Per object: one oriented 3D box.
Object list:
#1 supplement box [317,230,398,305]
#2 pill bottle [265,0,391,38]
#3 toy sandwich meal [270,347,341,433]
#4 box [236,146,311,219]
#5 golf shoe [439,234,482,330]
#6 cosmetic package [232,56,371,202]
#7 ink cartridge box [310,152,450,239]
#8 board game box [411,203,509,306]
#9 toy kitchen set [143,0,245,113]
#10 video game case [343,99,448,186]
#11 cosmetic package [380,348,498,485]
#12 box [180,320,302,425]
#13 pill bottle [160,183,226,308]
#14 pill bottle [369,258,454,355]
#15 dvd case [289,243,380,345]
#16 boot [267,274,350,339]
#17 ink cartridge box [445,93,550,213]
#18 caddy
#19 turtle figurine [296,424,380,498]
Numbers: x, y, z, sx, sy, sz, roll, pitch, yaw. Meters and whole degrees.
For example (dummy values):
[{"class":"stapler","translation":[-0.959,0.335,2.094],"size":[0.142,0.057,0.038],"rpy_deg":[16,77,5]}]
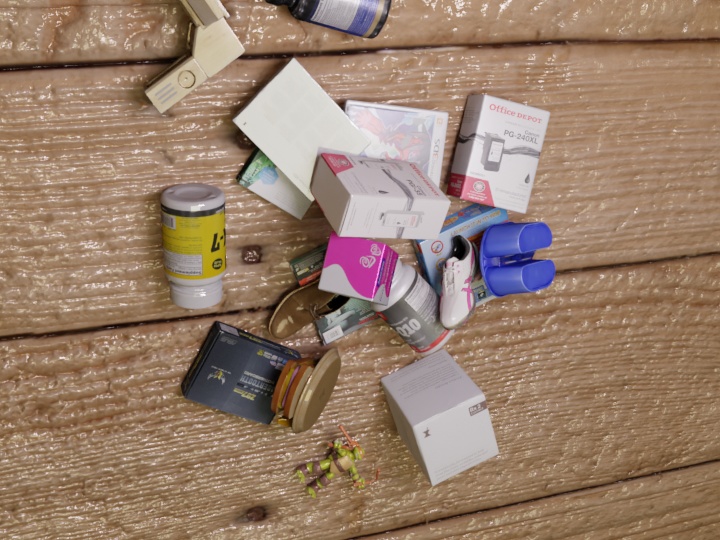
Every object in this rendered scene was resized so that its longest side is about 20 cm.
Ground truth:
[{"class":"supplement box","translation":[0.000,0.000,1.482],"size":[0.102,0.200,0.103],"rpy_deg":[13,89,11]},{"class":"pill bottle","translation":[-0.055,-0.465,1.402],"size":[0.197,0.112,0.113],"rpy_deg":[9,110,-23]},{"class":"toy sandwich meal","translation":[-0.108,0.234,1.674],"size":[0.070,0.205,0.207],"rpy_deg":[24,107,14]},{"class":"box","translation":[-0.115,-0.212,1.534],"size":[0.143,0.036,0.201],"rpy_deg":[29,99,-28]},{"class":"golf shoe","translation":[0.182,0.024,1.619],"size":[0.072,0.201,0.092],"rpy_deg":[-17,129,38]},{"class":"cosmetic package","translation":[-0.102,-0.245,1.467],"size":[0.151,0.052,0.200],"rpy_deg":[-44,107,4]},{"class":"ink cartridge box","translation":[0.033,-0.126,1.443],"size":[0.198,0.147,0.084],"rpy_deg":[1,125,-29]},{"class":"board game box","translation":[0.221,-0.022,1.733],"size":[0.198,0.056,0.198],"rpy_deg":[-24,118,-9]},{"class":"toy kitchen set","translation":[-0.302,-0.378,1.318],"size":[0.180,0.163,0.201],"rpy_deg":[-37,120,-2]},{"class":"video game case","translation":[0.057,-0.210,1.546],"size":[0.197,0.023,0.185],"rpy_deg":[4,101,-15]},{"class":"cosmetic package","translation":[0.165,0.306,1.773],"size":[0.163,0.200,0.167],"rpy_deg":[-23,119,-9]},{"class":"box","translation":[-0.233,0.206,1.666],"size":[0.198,0.051,0.159],"rpy_deg":[25,103,-28]},{"class":"pill bottle","translation":[-0.296,-0.043,1.497],"size":[0.113,0.114,0.203],"rpy_deg":[-5,115,-18]},{"class":"pill bottle","translation":[0.090,0.062,1.655],"size":[0.114,0.114,0.200],"rpy_deg":[-44,109,3]},{"class":"dvd case","translation":[-0.043,0.038,1.681],"size":[0.145,0.022,0.202],"rpy_deg":[-26,118,-8]},{"class":"boot","translation":[-0.094,0.070,1.621],"size":[0.199,0.076,0.074],"rpy_deg":[-38,121,0]},{"class":"ink cartridge box","translation":[0.263,-0.226,1.612],"size":[0.143,0.083,0.203],"rpy_deg":[11,97,-15]},{"class":"caddy","translation":[0.301,-0.024,1.647],"size":[0.199,0.104,0.144],"rpy_deg":[-10,96,-53]},{"class":"turtle figurine","translation":[-0.056,0.414,1.817],"size":[0.160,0.065,0.201],"rpy_deg":[-27,128,1]}]
